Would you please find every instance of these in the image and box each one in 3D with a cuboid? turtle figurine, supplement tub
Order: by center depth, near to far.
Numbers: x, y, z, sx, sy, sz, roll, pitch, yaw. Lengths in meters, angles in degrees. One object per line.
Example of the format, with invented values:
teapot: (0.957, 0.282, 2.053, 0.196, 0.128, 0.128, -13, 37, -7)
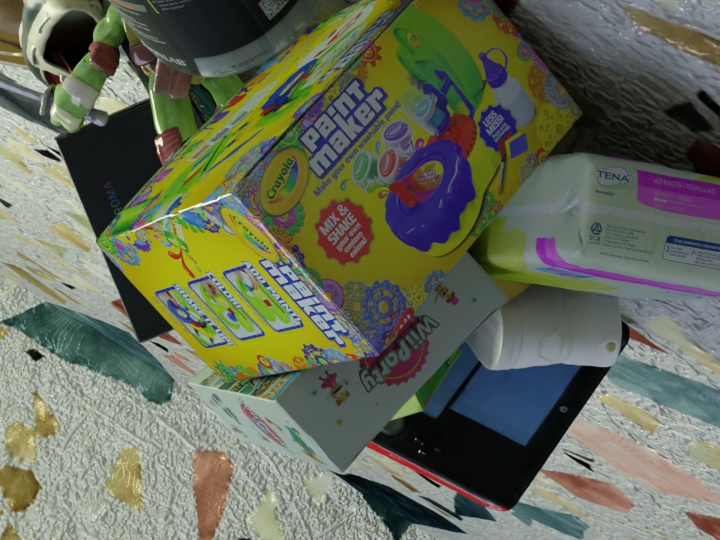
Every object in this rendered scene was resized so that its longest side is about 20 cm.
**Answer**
supplement tub: (-0.103, -0.201, 1.031, 0.122, 0.123, 0.200, 24, 165, 28)
turtle figurine: (-0.138, -0.129, 1.296, 0.194, 0.200, 0.144, 60, -154, -7)

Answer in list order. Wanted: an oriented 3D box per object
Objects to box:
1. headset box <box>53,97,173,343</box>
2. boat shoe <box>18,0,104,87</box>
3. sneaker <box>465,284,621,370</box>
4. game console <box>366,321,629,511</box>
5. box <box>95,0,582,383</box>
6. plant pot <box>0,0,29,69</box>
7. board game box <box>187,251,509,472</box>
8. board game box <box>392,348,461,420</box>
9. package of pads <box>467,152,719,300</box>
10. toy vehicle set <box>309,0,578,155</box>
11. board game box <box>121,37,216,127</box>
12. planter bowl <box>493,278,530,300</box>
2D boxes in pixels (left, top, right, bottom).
headset box: (-0.166, -0.046, 1.557, 0.200, 0.093, 0.175, -127, 15, -85)
boat shoe: (-0.216, -0.173, 1.451, 0.200, 0.071, 0.063, 101, 149, -66)
sneaker: (0.132, 0.024, 1.456, 0.115, 0.074, 0.200, 2, -157, -13)
game console: (0.088, 0.078, 1.495, 0.176, 0.200, 0.031, 23, 146, 26)
box: (-0.016, -0.053, 1.113, 0.122, 0.200, 0.192, 49, 154, -14)
plant pot: (-0.297, -0.193, 1.565, 0.199, 0.028, 0.200, 12, 175, 1)
board game box: (-0.013, 0.045, 1.200, 0.064, 0.148, 0.200, 48, 165, -14)
board game box: (0.000, 0.000, 1.411, 0.047, 0.102, 0.200, -19, 104, 26)
package of pads: (0.152, -0.024, 1.145, 0.154, 0.068, 0.200, 9, 177, -22)
toy vehicle set: (0.044, -0.108, 1.264, 0.200, 0.027, 0.124, 29, 167, 7)
board game box: (-0.105, -0.091, 1.449, 0.135, 0.028, 0.200, 43, -167, -53)
planter bowl: (0.055, -0.024, 1.338, 0.200, 0.084, 0.200, 30, -179, 0)
